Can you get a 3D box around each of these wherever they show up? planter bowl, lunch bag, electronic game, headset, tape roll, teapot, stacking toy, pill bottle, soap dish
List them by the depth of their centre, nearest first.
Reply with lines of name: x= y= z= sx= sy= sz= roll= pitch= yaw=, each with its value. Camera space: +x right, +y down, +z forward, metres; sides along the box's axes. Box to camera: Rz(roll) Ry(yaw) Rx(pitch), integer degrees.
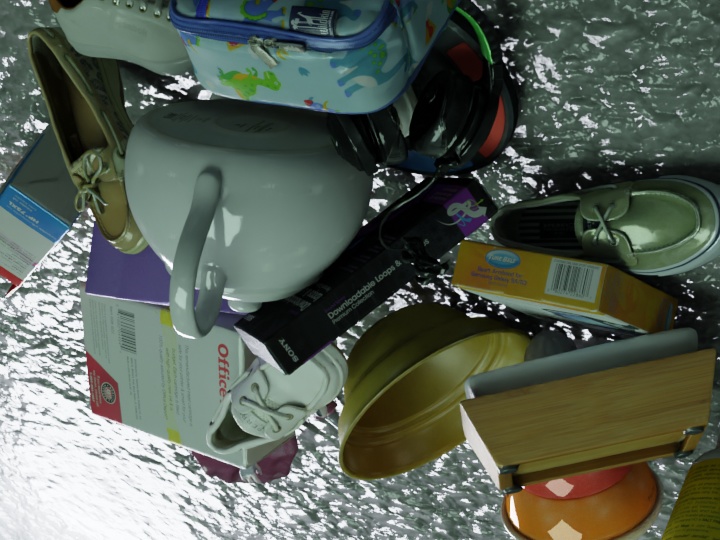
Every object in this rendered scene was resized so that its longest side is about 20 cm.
lunch bag: x=-0.020 y=-0.192 z=1.119 sx=0.161 sy=0.200 sz=0.083 roll=12 pitch=144 yaw=27
headset: x=0.038 y=-0.095 z=1.212 sx=0.123 sy=0.094 sz=0.200 roll=-5 pitch=115 yaw=-11
electronic game: x=0.022 y=-0.142 z=1.312 sx=0.200 sy=0.042 sz=0.200 roll=21 pitch=148 yaw=14
teapot: x=-0.085 y=-0.038 z=1.312 sx=0.197 sy=0.200 sz=0.146 roll=31 pitch=121 yaw=55
soap dish: x=0.181 y=0.115 z=1.407 sx=0.200 sy=0.081 sz=0.157 roll=-12 pitch=164 yaw=2
pill bottle: x=0.308 y=0.218 z=1.450 sx=0.112 sy=0.200 sz=0.113 roll=21 pitch=149 yaw=13
tape roll: x=-0.133 y=0.001 z=1.523 sx=0.200 sy=0.066 sz=0.200 roll=8 pitch=178 yaw=0
planter bowl: x=0.048 y=0.088 z=1.543 sx=0.084 sy=0.200 sz=0.201 roll=55 pitch=160 yaw=27
stacking toy: x=0.180 y=0.136 z=1.544 sx=0.146 sy=0.146 sz=0.200 roll=6 pitch=123 yaw=33

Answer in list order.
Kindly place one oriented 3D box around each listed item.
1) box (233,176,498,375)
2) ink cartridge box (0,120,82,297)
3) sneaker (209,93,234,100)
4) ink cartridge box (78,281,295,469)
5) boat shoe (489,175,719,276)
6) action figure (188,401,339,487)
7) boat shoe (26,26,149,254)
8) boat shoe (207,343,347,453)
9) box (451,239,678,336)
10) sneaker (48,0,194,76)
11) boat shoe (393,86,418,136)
box: x=0.000 y=0.000 z=1.345 sx=0.036 sy=0.200 sz=0.143 roll=53 pitch=171 yaw=-11
ink cartridge box: x=-0.292 y=-0.064 z=1.608 sx=0.067 sy=0.116 sz=0.200 roll=35 pitch=148 yaw=-12
sneaker: x=-0.102 y=-0.108 z=1.435 sx=0.072 sy=0.073 sz=0.200 roll=28 pitch=148 yaw=5
ink cartridge box: x=-0.162 y=0.086 z=1.686 sx=0.200 sy=0.083 sz=0.145 roll=16 pitch=120 yaw=32
boat shoe: x=0.182 y=-0.029 z=1.302 sx=0.062 sy=0.072 sz=0.200 roll=-2 pitch=177 yaw=-44
action figure: x=-0.087 y=0.142 z=1.795 sx=0.200 sy=0.134 sz=0.149 roll=-48 pitch=58 yaw=46
boat shoe: x=-0.219 y=-0.105 z=1.430 sx=0.073 sy=0.063 sz=0.200 roll=-35 pitch=68 yaw=37
boat shoe: x=-0.075 y=0.112 z=1.498 sx=0.071 sy=0.069 sz=0.200 roll=42 pitch=146 yaw=-2
box: x=0.164 y=0.018 z=1.366 sx=0.119 sy=0.042 sz=0.200 roll=11 pitch=177 yaw=28
sneaker: x=-0.166 y=-0.201 z=1.347 sx=0.200 sy=0.073 sz=0.085 roll=6 pitch=145 yaw=35
boat shoe: x=-0.042 y=-0.155 z=1.254 sx=0.200 sy=0.069 sz=0.071 roll=44 pitch=141 yaw=-12
